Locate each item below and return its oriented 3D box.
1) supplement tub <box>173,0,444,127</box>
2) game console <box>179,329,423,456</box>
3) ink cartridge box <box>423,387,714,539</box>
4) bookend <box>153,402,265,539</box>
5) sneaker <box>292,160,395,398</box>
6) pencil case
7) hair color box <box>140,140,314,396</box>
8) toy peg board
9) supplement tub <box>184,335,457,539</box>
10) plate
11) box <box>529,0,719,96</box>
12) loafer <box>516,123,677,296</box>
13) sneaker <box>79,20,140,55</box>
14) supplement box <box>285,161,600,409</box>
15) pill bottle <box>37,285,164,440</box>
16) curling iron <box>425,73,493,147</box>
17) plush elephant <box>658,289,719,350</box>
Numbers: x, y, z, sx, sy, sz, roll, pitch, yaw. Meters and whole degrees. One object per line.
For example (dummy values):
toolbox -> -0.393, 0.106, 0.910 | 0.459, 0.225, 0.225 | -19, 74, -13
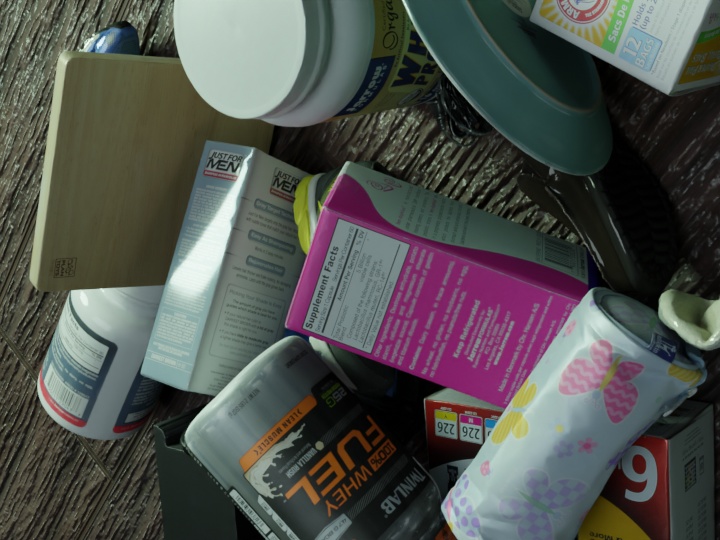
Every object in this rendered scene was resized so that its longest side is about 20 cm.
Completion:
supplement tub -> -0.021, -0.181, 0.849 | 0.144, 0.199, 0.146 | 12, 110, 36
game console -> -0.054, 0.086, 1.010 | 0.199, 0.172, 0.119 | 13, 137, 36
ink cartridge box -> 0.156, 0.180, 0.882 | 0.199, 0.084, 0.177 | 4, 105, 38
bookend -> -0.083, 0.238, 1.088 | 0.198, 0.092, 0.202 | 4, 104, 38
sneaker -> 0.000, 0.000, 0.939 | 0.084, 0.074, 0.201 | -27, 66, 31
pencil case -> 0.137, 0.109, 0.773 | 0.090, 0.083, 0.201 | 27, 111, -15
hair color box -> -0.104, 0.003, 0.988 | 0.060, 0.099, 0.202 | 14, 86, 37
toy peg board -> -0.191, -0.097, 1.024 | 0.098, 0.198, 0.201 | 38, 122, 46
supplement tub -> -0.025, 0.158, 0.879 | 0.200, 0.122, 0.123 | 46, 127, 5
plate -> 0.101, -0.150, 0.758 | 0.026, 0.200, 0.201 | -38, 78, 35
box -> 0.202, -0.223, 0.719 | 0.112, 0.101, 0.201 | 34, 121, 27
loafer -> 0.153, -0.065, 0.831 | 0.071, 0.073, 0.201 | -40, 67, 43
sneaker -> -0.216, -0.135, 1.113 | 0.089, 0.078, 0.201 | 20, 123, 26
supplement box -> 0.060, 0.012, 0.845 | 0.199, 0.101, 0.104 | 21, 115, 1
pill bottle -> -0.228, 0.055, 1.138 | 0.120, 0.119, 0.201 | 44, 125, 21
curling iron -> 0.081, -0.187, 0.835 | 0.025, 0.049, 0.202 | -5, 75, 57
plush elephant -> 0.275, 0.003, 0.707 | 0.155, 0.164, 0.201 | 164, 126, -75
